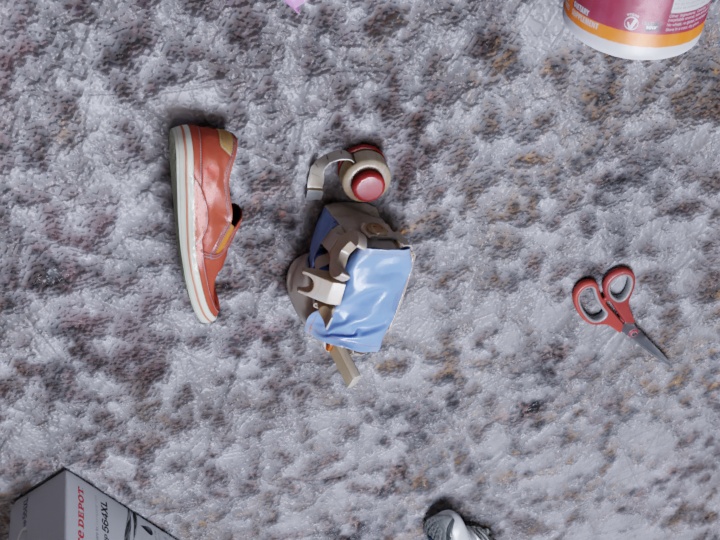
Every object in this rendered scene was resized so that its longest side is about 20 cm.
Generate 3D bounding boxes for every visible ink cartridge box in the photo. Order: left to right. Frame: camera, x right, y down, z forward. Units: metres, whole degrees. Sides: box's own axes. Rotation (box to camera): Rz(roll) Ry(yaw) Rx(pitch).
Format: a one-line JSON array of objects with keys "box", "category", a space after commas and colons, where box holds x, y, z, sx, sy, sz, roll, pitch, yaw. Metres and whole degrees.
[{"box": [-0.283, 0.334, 1.117, 0.084, 0.147, 0.200, -32, 131, 12], "category": "ink cartridge box"}]

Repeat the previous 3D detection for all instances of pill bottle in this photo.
[{"box": [0.215, -0.264, 0.732, 0.109, 0.110, 0.201, -6, 131, -12], "category": "pill bottle"}]

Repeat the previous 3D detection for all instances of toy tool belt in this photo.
[{"box": [0.000, 0.000, 0.943, 0.124, 0.123, 0.201, 1, 128, -18], "category": "toy tool belt"}]

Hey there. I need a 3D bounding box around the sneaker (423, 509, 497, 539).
[{"box": [0.140, 0.361, 1.330, 0.087, 0.075, 0.201, -30, 138, -7], "category": "sneaker"}]

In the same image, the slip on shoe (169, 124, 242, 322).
[{"box": [-0.134, -0.037, 0.911, 0.061, 0.074, 0.201, -7, 125, -15], "category": "slip on shoe"}]

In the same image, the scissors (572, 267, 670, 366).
[{"box": [0.298, 0.066, 1.163, 0.073, 0.014, 0.200, -31, 131, 6], "category": "scissors"}]

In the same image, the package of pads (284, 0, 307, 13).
[{"box": [-0.074, -0.291, 0.715, 0.120, 0.076, 0.200, -43, 128, 14], "category": "package of pads"}]
